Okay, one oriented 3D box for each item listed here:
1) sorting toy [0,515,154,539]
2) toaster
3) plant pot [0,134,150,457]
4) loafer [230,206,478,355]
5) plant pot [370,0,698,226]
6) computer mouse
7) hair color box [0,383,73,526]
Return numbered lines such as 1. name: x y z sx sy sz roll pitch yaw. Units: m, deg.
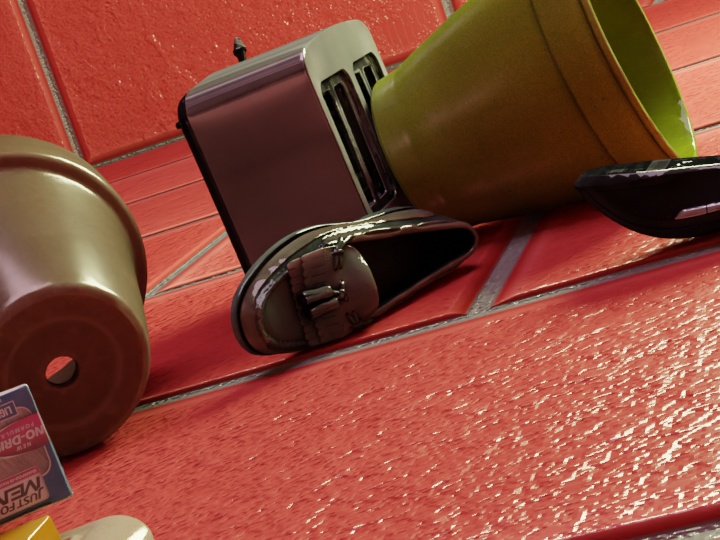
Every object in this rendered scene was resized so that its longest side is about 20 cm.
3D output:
1. sorting toy: -0.204 0.163 0.707 0.198 0.037 0.185 -17 11 14
2. toaster: -0.041 -0.089 1.245 0.118 0.202 0.181 -20 9 20
3. plant pot: -0.215 0.032 1.051 0.199 0.202 0.175 -23 28 -17
4. loafer: 0.000 0.000 1.081 0.062 0.073 0.199 -2 18 42
5. plant pot: 0.118 -0.124 1.220 0.192 0.202 0.200 -27 7 22
6. computer mouse: 0.222 -0.041 0.950 0.198 0.047 0.140 -6 9 10
7. hair color box: -0.222 0.110 0.844 0.099 0.061 0.200 -23 1 -25
